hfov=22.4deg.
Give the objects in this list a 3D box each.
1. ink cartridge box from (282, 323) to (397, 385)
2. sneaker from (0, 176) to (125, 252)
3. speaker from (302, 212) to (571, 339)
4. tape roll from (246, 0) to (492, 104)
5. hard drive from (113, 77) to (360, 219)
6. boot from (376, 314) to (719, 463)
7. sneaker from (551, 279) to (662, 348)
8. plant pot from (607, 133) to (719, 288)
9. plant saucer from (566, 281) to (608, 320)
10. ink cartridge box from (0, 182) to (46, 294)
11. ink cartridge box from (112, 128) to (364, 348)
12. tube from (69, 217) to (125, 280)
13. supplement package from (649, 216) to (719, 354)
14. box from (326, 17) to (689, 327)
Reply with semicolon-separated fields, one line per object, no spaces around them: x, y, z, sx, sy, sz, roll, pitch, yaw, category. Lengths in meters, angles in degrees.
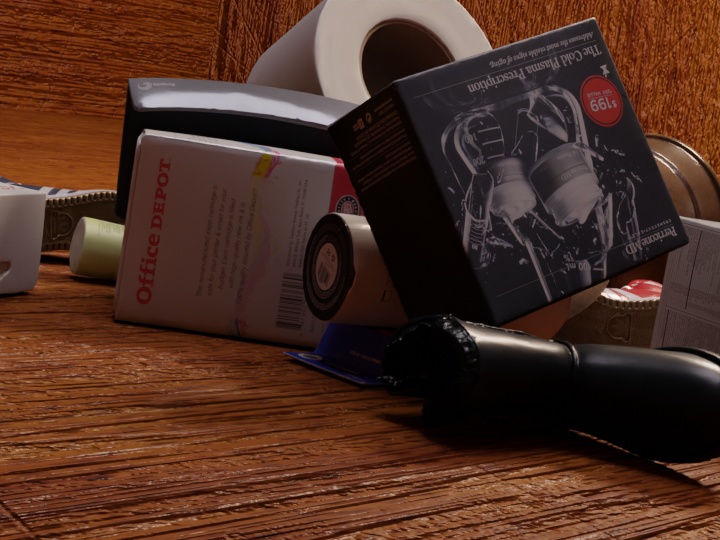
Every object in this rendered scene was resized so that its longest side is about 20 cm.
0.046;0.062;1.391;0.199;0.037;0.094;0;12;-43;ink cartridge box
-0.287;-0.050;1.697;0.198;0.071;0.108;1;12;-35;sneaker
0.061;0.007;1.377;0.198;0.082;0.081;6;8;-29;speaker
0.011;-0.147;1.627;0.201;0.205;0.139;5;-21;-32;tape roll
-0.099;-0.084;1.496;0.198;0.136;0.042;6;25;-8;hard drive
0.127;0.077;1.177;0.167;0.077;0.199;9;-1;-40;boot
0.216;0.040;1.666;0.198;0.072;0.112;10;5;1;sneaker
0.259;-0.038;1.925;0.199;0.202;0.197;14;16;36;plant pot
0.117;0.003;1.590;0.198;0.037;0.201;-12;24;5;plant saucer
-0.367;-0.039;1.432;0.198;0.084;0.146;13;8;19;ink cartridge box
-0.087;-0.025;1.435;0.198;0.149;0.086;10;6;-7;ink cartridge box
-0.157;-0.003;1.616;0.198;0.052;0.058;11;47;-21;tube
0.363;0.053;1.418;0.190;0.149;0.200;6;7;-25;supplement package
0.109;-0.062;1.318;0.199;0.184;0.104;-21;-3;-33;box
